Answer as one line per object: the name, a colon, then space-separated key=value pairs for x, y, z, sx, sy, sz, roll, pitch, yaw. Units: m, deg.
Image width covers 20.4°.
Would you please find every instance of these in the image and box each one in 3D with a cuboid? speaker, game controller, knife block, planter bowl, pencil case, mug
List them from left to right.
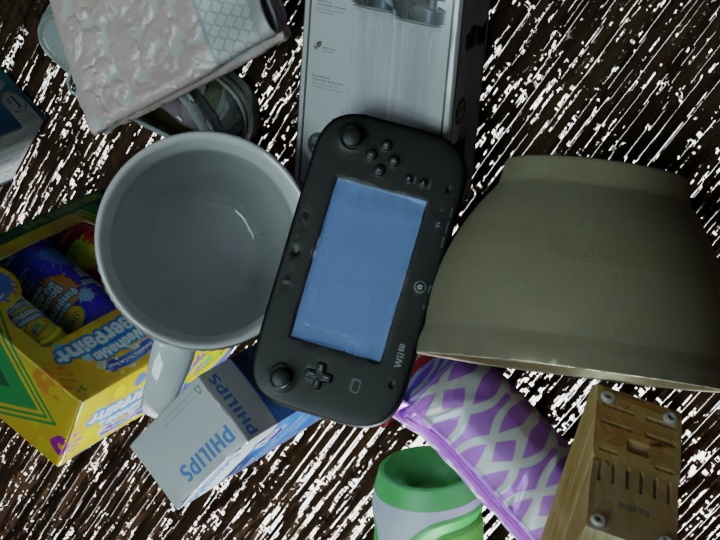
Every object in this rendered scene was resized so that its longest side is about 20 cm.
mug: x=-0.119 y=0.008 z=1.420 sx=0.148 sy=0.175 sz=0.200 roll=15 pitch=86 yaw=-5
game controller: x=0.000 y=0.000 z=1.317 sx=0.104 sy=0.042 sz=0.200 roll=15 pitch=88 yaw=18
speaker: x=0.052 y=0.236 z=1.495 sx=0.088 sy=0.088 sz=0.200 roll=12 pitch=116 yaw=32
pencil case: x=0.105 y=0.142 z=1.401 sx=0.200 sy=0.085 sz=0.084 roll=48 pitch=148 yaw=-1
planter bowl: x=0.142 y=0.000 z=1.278 sx=0.200 sy=0.200 sz=0.135 roll=4 pitch=85 yaw=35
knife block: x=0.149 y=0.200 z=1.339 sx=0.064 sy=0.200 sz=0.176 roll=20 pitch=130 yaw=-6

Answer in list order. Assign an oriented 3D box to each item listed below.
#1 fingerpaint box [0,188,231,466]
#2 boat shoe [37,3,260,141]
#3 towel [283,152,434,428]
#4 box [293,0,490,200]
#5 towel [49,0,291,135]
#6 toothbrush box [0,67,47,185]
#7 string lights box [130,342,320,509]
fingerpaint box: x=-0.213 y=0.037 z=1.529 sx=0.167 sy=0.200 sz=0.073 roll=38 pitch=127 yaw=18
boat shoe: x=-0.169 y=-0.147 z=1.505 sx=0.202 sy=0.065 sz=0.074 roll=33 pitch=125 yaw=20
towel: x=-0.001 y=0.007 z=1.478 sx=0.200 sy=0.022 sz=0.145 roll=53 pitch=132 yaw=8
box: x=0.023 y=-0.146 z=1.354 sx=0.117 sy=0.060 sz=0.200 roll=13 pitch=115 yaw=23
towel: x=-0.153 y=-0.222 z=1.441 sx=0.191 sy=0.032 sz=0.200 roll=-22 pitch=81 yaw=32
toothbrush box: x=-0.376 y=-0.146 z=1.604 sx=0.200 sy=0.146 sz=0.085 roll=47 pitch=129 yaw=10
string lights box: x=-0.056 y=0.084 z=1.406 sx=0.059 sy=0.200 sz=0.103 roll=53 pitch=132 yaw=8
